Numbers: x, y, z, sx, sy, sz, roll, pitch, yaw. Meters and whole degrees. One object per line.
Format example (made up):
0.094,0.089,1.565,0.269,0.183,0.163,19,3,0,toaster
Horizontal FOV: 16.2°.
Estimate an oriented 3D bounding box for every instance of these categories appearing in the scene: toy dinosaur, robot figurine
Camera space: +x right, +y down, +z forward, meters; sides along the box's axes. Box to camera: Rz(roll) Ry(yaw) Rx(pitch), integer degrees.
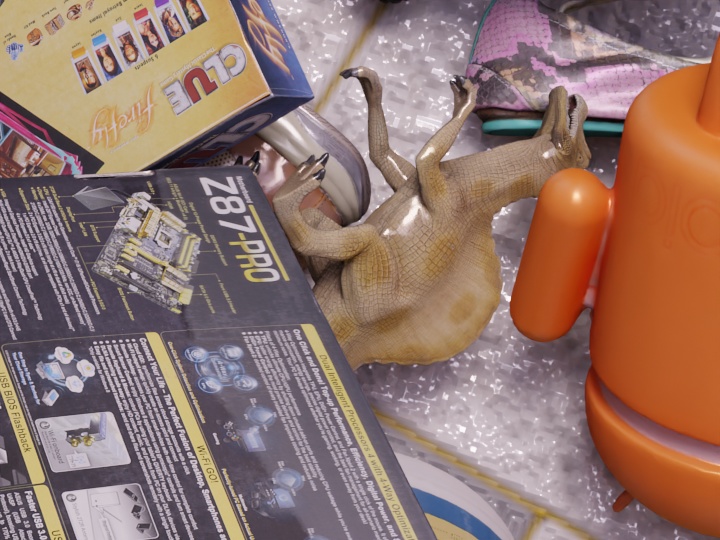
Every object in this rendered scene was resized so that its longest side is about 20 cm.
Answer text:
0.000,0.000,0.871,0.200,0.058,0.101,-44,115,0,toy dinosaur
0.136,0.007,0.865,0.143,0.117,0.201,-8,119,-25,robot figurine

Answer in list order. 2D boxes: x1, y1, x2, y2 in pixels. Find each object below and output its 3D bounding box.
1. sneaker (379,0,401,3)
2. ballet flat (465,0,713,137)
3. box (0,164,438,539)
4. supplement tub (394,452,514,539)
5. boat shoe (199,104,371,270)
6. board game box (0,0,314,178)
0.015,-0.199,0.961,0.086,0.075,0.201,-6,75,-12,sneaker
0.139,-0.072,0.933,0.199,0.069,0.071,9,91,1,ballet flat
-0.078,0.049,0.749,0.161,0.049,0.200,-7,44,-22,box
-0.010,0.168,0.781,0.144,0.145,0.200,0,41,-4,supplement tub
-0.092,-0.062,0.913,0.200,0.076,0.072,35,79,8,boat shoe
-0.129,-0.073,0.875,0.200,0.035,0.136,-28,81,23,board game box
